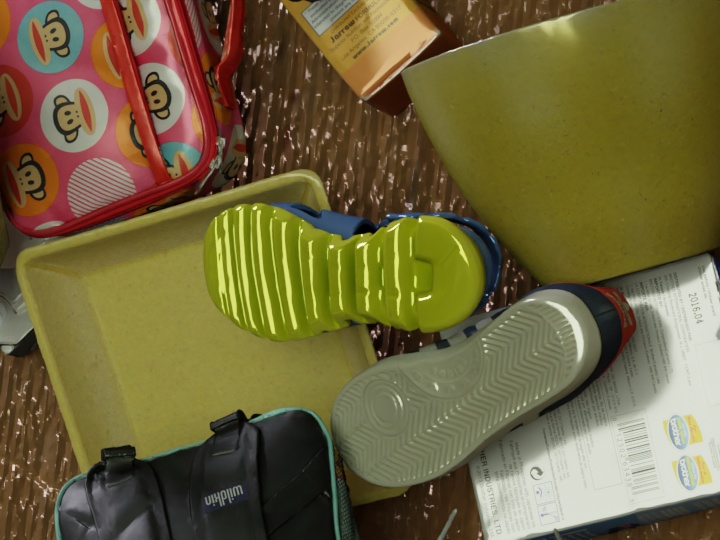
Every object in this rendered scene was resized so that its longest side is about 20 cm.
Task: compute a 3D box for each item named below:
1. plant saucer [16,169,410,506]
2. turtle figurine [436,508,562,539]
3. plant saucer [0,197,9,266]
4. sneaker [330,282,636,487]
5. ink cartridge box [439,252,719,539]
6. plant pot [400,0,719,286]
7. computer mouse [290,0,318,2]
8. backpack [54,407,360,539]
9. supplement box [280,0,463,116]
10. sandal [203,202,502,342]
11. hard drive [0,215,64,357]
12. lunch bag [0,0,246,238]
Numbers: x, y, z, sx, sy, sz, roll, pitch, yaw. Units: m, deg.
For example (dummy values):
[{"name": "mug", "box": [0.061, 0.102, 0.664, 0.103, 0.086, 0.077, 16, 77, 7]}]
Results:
[{"name": "plant saucer", "box": [-0.082, 0.055, 1.707, 0.199, 0.048, 0.201, -15, 98, 16]}, {"name": "turtle figurine", "box": [0.062, 0.223, 1.599, 0.149, 0.101, 0.201, 18, 130, 31]}, {"name": "plant saucer", "box": [-0.255, -0.099, 1.678, 0.048, 0.200, 0.200, -18, 59, -10]}, {"name": "sneaker", "box": [0.072, 0.063, 1.594, 0.199, 0.084, 0.075, -25, 86, 39]}, {"name": "ink cartridge box", "box": [0.159, 0.075, 1.633, 0.199, 0.076, 0.137, -15, 79, 18]}, {"name": "plant pot", "box": [0.137, -0.069, 1.604, 0.199, 0.200, 0.143, -16, 90, 16]}, {"name": "computer mouse", "box": [0.008, -0.242, 1.693, 0.199, 0.046, 0.141, -27, 74, -16]}, {"name": "backpack", "box": [-0.072, 0.202, 1.603, 0.175, 0.154, 0.201, -15, 47, 1]}, {"name": "supplement box", "box": [-0.025, -0.190, 1.727, 0.069, 0.067, 0.200, -42, 74, 9]}, {"name": "sandal", "box": [0.000, 0.000, 1.611, 0.199, 0.087, 0.080, 7, 100, 33]}, {"name": "hard drive", "box": [-0.228, -0.064, 1.794, 0.140, 0.038, 0.200, -43, 74, 10]}, {"name": "lunch bag", "box": [-0.148, -0.129, 1.705, 0.175, 0.082, 0.201, -19, 84, 20]}]
